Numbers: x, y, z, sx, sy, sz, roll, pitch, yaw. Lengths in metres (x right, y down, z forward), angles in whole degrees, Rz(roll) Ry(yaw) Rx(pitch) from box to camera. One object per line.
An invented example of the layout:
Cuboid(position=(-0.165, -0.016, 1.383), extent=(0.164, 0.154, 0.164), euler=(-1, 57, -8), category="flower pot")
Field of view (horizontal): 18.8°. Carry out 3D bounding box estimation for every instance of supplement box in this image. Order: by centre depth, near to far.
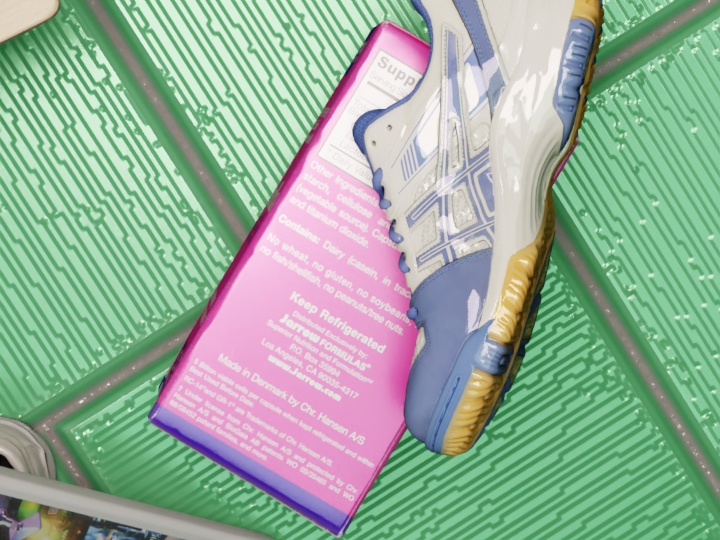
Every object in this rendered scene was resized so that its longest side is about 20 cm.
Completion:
Cuboid(position=(0.000, 0.000, 0.957), extent=(0.103, 0.101, 0.200), euler=(32, 92, -4), category="supplement box")

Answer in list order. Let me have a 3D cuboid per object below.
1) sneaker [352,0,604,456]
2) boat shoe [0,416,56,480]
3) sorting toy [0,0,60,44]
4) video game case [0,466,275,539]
Cuboid(position=(0.036, -0.028, 0.879), extent=(0.088, 0.075, 0.200), euler=(13, 87, 8), category="sneaker")
Cuboid(position=(-0.168, 0.168, 0.982), extent=(0.072, 0.066, 0.200), euler=(7, 94, -3), category="boat shoe")
Cuboid(position=(-0.251, -0.149, 0.878), extent=(0.200, 0.070, 0.199), euler=(-26, 95, -2), category="sorting toy")
Cuboid(position=(-0.143, 0.182, 0.948), extent=(0.200, 0.023, 0.182), euler=(21, 95, -42), category="video game case")
